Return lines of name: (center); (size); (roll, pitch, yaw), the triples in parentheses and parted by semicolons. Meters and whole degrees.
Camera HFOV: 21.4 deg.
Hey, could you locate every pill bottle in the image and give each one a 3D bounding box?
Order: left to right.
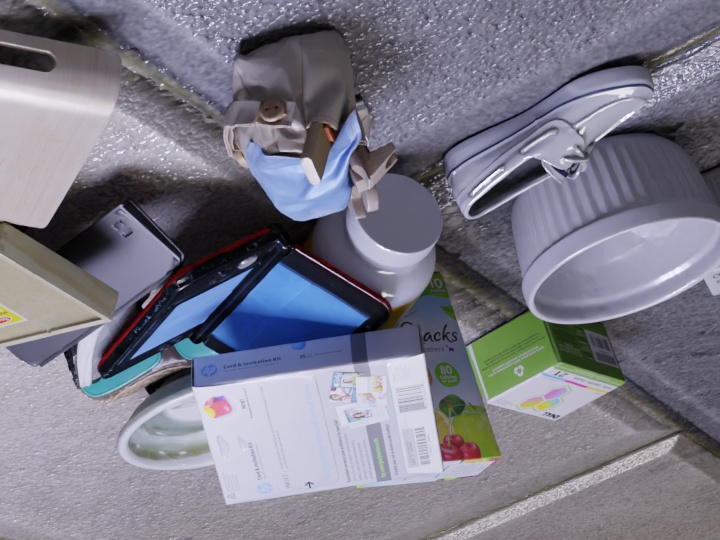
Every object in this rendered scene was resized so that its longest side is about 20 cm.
pill bottle: (0.000, 0.000, 1.682); (0.112, 0.112, 0.200); (-6, 153, -24)

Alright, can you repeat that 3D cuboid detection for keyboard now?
keyboard: (-0.249, -0.003, 1.559); (0.200, 0.021, 0.127); (-33, 115, 30)

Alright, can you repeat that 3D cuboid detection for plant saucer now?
plant saucer: (-0.140, 0.130, 1.834); (0.200, 0.050, 0.200); (-14, 155, -7)

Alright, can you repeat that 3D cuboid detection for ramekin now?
ramekin: (0.234, -0.041, 1.760); (0.200, 0.105, 0.200); (-14, 155, -7)

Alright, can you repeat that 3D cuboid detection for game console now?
game console: (-0.103, 0.059, 1.631); (0.172, 0.119, 0.200); (-28, 169, -38)

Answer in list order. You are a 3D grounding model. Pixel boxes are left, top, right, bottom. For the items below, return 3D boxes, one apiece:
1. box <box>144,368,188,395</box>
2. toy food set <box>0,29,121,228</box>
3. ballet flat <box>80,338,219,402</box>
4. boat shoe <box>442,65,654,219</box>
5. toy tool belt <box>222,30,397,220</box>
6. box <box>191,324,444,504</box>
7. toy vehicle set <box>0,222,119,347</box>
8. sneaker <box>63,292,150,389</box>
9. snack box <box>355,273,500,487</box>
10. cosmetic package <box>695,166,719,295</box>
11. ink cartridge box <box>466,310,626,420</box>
box: (-0.123, 0.106, 1.909); (0.160, 0.044, 0.200); (-18, 155, 1)
toy food set: (-0.272, -0.104, 1.366); (0.143, 0.060, 0.200); (9, 145, -25)
ballet flat: (-0.174, 0.063, 1.782); (0.200, 0.071, 0.065); (-20, -178, 13)
boat shoe: (0.167, -0.105, 1.627); (0.200, 0.065, 0.074); (-29, 153, 24)
toy tool belt: (-0.036, -0.086, 1.464); (0.125, 0.123, 0.200); (-18, 156, 3)
box: (-0.035, 0.128, 1.665); (0.200, 0.041, 0.156); (-10, 132, 2)
toy vehicle set: (-0.308, 0.020, 1.516); (0.200, 0.027, 0.124); (-13, 146, 36)
sneaker: (-0.225, 0.043, 1.678); (0.079, 0.074, 0.200); (-14, 156, -20)
snack box: (0.038, 0.102, 1.816); (0.142, 0.200, 0.053); (0, 151, -33)
cosmetic package: (0.411, -0.064, 1.834); (0.200, 0.102, 0.071); (-22, 156, 12)
ink cartridge box: (0.168, 0.125, 2.102); (0.200, 0.076, 0.148); (-32, 152, 27)
